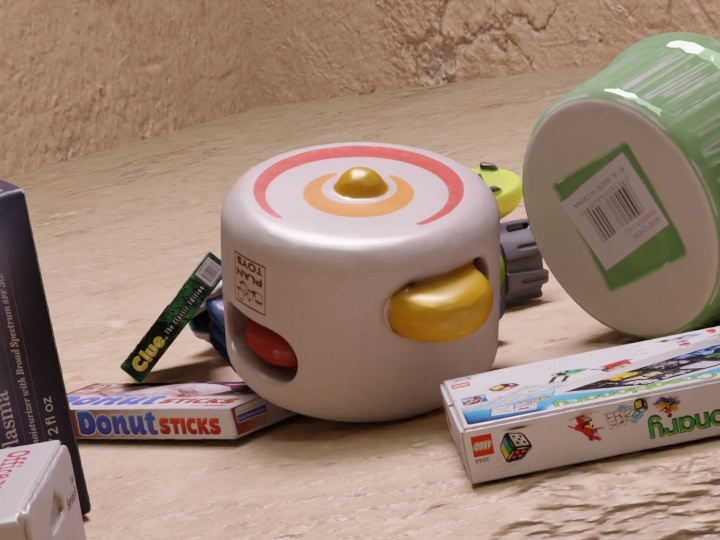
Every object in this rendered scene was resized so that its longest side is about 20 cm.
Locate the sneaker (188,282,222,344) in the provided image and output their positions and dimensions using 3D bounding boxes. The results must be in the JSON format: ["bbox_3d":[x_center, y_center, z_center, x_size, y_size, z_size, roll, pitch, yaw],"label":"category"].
[{"bbox_3d":[-0.102,0.024,1.709,0.086,0.075,0.200,-18,10,-8],"label":"sneaker"}]

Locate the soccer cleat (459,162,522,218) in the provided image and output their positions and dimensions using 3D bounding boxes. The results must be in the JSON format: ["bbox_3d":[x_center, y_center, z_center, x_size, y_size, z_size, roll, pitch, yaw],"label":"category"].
[{"bbox_3d":[0.041,-0.020,1.673,0.199,0.084,0.065,-24,30,4],"label":"soccer cleat"}]

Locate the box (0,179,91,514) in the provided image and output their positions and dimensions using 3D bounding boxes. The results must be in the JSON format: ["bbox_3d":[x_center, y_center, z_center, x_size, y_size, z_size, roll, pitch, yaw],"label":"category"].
[{"bbox_3d":[-0.282,0.066,1.244,0.197,0.201,0.123,-14,10,-17],"label":"box"}]

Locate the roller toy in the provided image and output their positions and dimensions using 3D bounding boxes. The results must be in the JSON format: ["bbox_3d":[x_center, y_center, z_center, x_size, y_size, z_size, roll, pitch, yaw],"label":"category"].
[{"bbox_3d":[0.000,0.000,1.367,0.181,0.141,0.200,3,27,7],"label":"roller toy"}]

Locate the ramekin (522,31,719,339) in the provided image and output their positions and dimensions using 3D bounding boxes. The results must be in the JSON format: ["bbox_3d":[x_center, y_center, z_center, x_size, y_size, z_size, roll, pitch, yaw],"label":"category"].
[{"bbox_3d":[0.203,-0.051,1.423,0.097,0.201,0.199,-27,17,-37],"label":"ramekin"}]

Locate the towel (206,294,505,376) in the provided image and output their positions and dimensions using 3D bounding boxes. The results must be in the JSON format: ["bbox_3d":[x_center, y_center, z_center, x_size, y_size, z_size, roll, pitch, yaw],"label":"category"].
[{"bbox_3d":[-0.003,0.035,1.500,0.199,0.049,0.112,-17,42,-29],"label":"towel"}]

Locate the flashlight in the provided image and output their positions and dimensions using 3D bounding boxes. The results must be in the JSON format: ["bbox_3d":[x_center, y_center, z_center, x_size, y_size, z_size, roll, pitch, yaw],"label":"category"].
[{"bbox_3d":[0.048,0.015,1.613,0.199,0.068,0.068,-9,49,-22],"label":"flashlight"}]

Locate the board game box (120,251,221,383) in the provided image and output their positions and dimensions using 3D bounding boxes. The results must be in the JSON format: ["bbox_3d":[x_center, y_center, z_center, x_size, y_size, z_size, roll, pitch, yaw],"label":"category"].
[{"bbox_3d":[-0.136,0.032,1.562,0.105,0.023,0.200,-50,3,-3],"label":"board game box"}]

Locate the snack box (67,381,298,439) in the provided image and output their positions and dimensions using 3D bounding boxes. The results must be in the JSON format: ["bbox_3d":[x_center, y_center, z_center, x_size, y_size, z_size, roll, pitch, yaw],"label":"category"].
[{"bbox_3d":[-0.135,0.095,1.438,0.199,0.024,0.072,-3,11,40],"label":"snack box"}]

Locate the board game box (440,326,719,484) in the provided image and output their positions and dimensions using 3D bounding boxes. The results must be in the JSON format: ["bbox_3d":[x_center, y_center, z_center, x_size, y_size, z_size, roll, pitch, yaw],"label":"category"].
[{"bbox_3d":[0.150,0.073,1.208,0.198,0.035,0.126,-11,10,-1],"label":"board game box"}]

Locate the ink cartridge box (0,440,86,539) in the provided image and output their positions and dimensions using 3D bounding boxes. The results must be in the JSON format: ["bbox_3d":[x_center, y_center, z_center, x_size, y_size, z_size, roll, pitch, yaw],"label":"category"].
[{"bbox_3d":[-0.236,0.153,1.008,0.199,0.088,0.145,-12,9,2],"label":"ink cartridge box"}]
